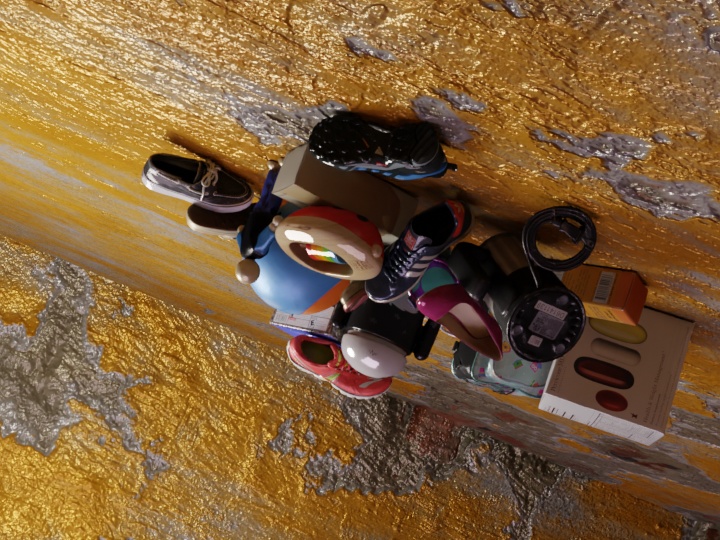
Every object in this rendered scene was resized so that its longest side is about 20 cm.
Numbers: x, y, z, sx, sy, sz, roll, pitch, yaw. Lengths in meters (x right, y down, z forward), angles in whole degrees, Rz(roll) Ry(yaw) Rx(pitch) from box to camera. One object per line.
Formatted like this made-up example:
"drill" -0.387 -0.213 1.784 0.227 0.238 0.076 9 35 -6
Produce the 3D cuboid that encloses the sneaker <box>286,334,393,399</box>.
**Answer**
"sneaker" -0.037 0.167 1.852 0.197 0.078 0.085 19 162 -1

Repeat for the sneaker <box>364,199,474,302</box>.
"sneaker" 0.074 -0.033 1.534 0.075 0.200 0.084 50 -168 20

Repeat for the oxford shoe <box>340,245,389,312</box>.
"oxford shoe" 0.000 0.000 1.662 0.075 0.070 0.200 45 -152 -4

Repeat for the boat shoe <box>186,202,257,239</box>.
"boat shoe" -0.231 -0.082 1.880 0.198 0.073 0.065 -5 149 -46

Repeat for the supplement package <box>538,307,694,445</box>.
"supplement package" 0.420 0.160 1.756 0.197 0.194 0.147 17 166 10

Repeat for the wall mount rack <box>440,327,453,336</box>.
"wall mount rack" 0.262 0.120 2.114 0.197 0.075 0.174 16 163 18

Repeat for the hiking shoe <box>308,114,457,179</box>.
"hiking shoe" 0.022 -0.149 1.382 0.198 0.075 0.087 12 164 31

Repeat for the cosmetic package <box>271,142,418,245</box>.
"cosmetic package" -0.023 -0.112 1.603 0.198 0.072 0.105 25 167 -20

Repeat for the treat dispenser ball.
"treat dispenser ball" -0.098 -0.028 1.767 0.198 0.203 0.201 19 167 5

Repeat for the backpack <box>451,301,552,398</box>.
"backpack" 0.288 0.140 1.917 0.198 0.178 0.153 20 171 -29

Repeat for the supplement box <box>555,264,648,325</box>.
"supplement box" 0.337 0.030 1.641 0.198 0.070 0.066 12 163 40

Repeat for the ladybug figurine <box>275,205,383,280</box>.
"ladybug figurine" -0.038 -0.045 1.554 0.198 0.073 0.136 11 153 41

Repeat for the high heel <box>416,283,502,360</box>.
"high heel" 0.149 0.080 1.542 0.067 0.097 0.199 -32 156 17

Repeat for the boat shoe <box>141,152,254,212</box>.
"boat shoe" -0.270 -0.157 1.803 0.197 0.075 0.068 18 149 -17

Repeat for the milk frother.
"milk frother" 0.245 -0.011 1.507 0.180 0.200 0.189 40 -169 -27

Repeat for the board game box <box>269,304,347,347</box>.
"board game box" -0.051 0.030 1.923 0.158 0.203 0.096 8 163 43

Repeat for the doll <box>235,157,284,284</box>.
"doll" -0.151 -0.075 1.656 0.048 0.203 0.136 26 166 -28

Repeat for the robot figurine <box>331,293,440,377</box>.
"robot figurine" 0.044 0.083 1.802 0.149 0.202 0.124 7 161 48

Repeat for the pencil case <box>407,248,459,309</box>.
"pencil case" 0.109 0.000 1.670 0.093 0.084 0.200 62 -172 -12
